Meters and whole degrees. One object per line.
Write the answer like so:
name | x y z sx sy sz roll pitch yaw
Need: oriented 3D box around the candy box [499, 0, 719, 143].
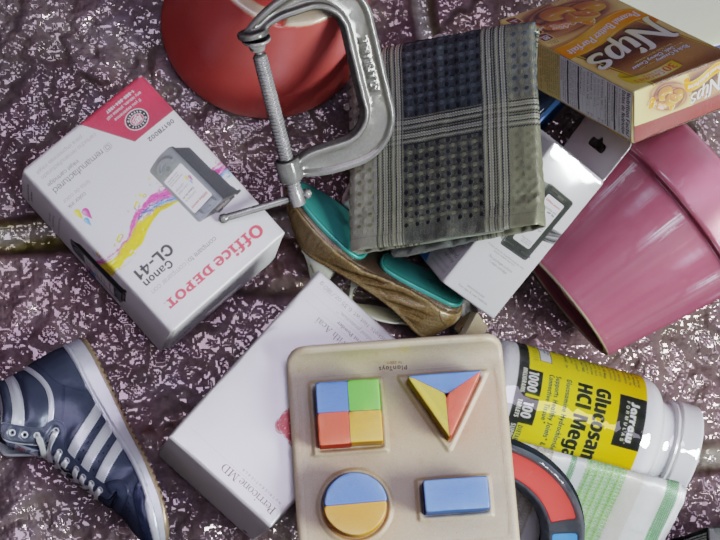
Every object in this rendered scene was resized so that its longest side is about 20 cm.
candy box | 0.230 -0.190 1.695 0.115 0.200 0.055 -22 125 -25

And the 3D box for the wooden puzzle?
wooden puzzle | 0.036 0.156 1.558 0.185 0.046 0.200 -4 82 -2

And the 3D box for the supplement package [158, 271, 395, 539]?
supplement package | -0.066 0.122 1.647 0.121 0.120 0.200 41 73 1

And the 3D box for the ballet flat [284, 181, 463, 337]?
ballet flat | 0.000 0.000 1.719 0.200 0.072 0.068 33 30 -5

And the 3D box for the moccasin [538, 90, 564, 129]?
moccasin | 0.141 -0.153 1.777 0.068 0.080 0.200 45 72 7

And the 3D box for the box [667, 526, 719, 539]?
box | 0.370 0.332 1.671 0.148 0.124 0.200 -1 77 -9

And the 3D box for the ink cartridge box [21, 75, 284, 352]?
ink cartridge box | -0.188 -0.052 1.688 0.148 0.086 0.200 -42 85 -17

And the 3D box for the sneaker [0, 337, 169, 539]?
sneaker | -0.249 0.166 1.627 0.108 0.070 0.200 -22 74 -20

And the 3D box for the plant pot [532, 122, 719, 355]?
plant pot | 0.256 -0.026 1.718 0.179 0.200 0.200 -38 85 -1

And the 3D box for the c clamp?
c clamp | -0.054 -0.149 1.623 0.171 0.027 0.200 -13 113 -11

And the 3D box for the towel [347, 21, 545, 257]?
towel | 0.075 -0.114 1.659 0.192 0.035 0.200 -7 72 26

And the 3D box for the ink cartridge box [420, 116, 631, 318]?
ink cartridge box | 0.143 -0.069 1.692 0.068 0.116 0.200 36 97 -24

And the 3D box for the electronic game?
electronic game | 0.097 0.229 1.636 0.200 0.042 0.200 2 117 3

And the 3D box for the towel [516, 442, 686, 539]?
towel | 0.173 0.221 1.671 0.200 0.149 0.031 16 30 -5

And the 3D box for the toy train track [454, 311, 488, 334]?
toy train track | 0.058 0.123 1.709 0.115 0.033 0.200 52 57 -37

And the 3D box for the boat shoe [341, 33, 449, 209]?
boat shoe | 0.028 -0.143 1.754 0.086 0.075 0.202 25 79 -21

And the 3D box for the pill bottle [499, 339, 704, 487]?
pill bottle | 0.203 0.139 1.695 0.200 0.112 0.113 15 74 -7

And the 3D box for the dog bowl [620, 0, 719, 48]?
dog bowl | 0.306 -0.297 1.844 0.200 0.079 0.200 3 75 -10

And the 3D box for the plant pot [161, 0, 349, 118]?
plant pot | -0.078 -0.257 1.712 0.200 0.177 0.201 2 76 -10
